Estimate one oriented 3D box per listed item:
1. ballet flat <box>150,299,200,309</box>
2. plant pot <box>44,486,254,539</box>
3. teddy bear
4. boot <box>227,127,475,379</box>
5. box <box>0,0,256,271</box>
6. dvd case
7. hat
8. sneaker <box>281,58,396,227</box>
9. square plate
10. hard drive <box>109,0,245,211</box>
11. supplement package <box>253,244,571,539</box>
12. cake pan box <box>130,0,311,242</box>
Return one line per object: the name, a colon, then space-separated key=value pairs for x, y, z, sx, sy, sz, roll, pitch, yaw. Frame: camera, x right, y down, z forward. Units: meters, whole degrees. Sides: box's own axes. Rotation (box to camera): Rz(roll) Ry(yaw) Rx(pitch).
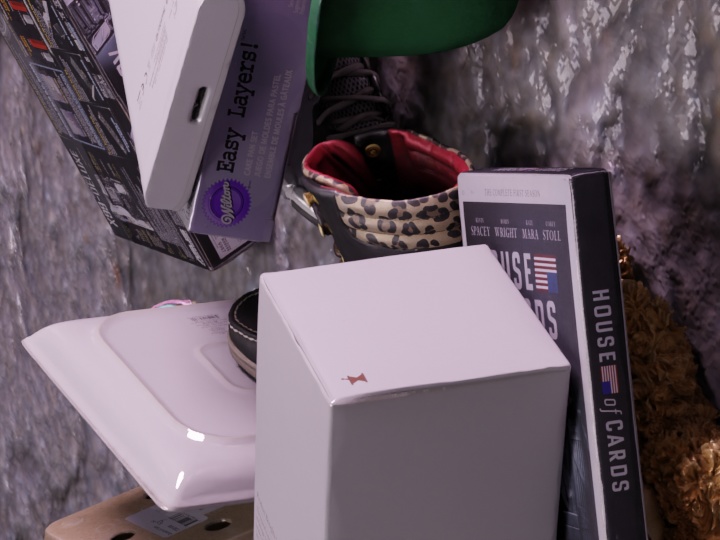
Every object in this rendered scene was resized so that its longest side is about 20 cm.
ballet flat: x=-0.043 y=0.077 z=1.666 sx=0.199 sy=0.069 sz=0.071 roll=25 pitch=171 yaw=25
plant pot: x=-0.077 y=0.216 z=1.644 sx=0.199 sy=0.199 sz=0.178 roll=17 pitch=124 yaw=61
teddy bear: x=0.120 y=0.065 z=1.346 sx=0.145 sy=0.066 sz=0.201 roll=-53 pitch=52 yaw=53
boot: x=0.000 y=0.000 z=1.476 sx=0.199 sy=0.073 sz=0.151 roll=16 pitch=135 yaw=39
box: x=-0.150 y=-0.103 z=1.762 sx=0.157 sy=0.050 sz=0.201 roll=18 pitch=140 yaw=62
dvd case: x=0.088 y=0.053 z=1.321 sx=0.150 sy=0.025 sz=0.202 roll=-174 pitch=76 yaw=-72
hat: x=0.074 y=-0.146 z=1.411 sx=0.200 sy=0.175 sz=0.167 roll=-71 pitch=-7 yaw=-54
sneaker: x=-0.019 y=-0.115 z=1.550 sx=0.200 sy=0.075 sz=0.116 roll=58 pitch=145 yaw=37
square plate: x=-0.058 y=0.062 z=1.564 sx=0.198 sy=0.199 sz=0.029 roll=42 pitch=131 yaw=50
hard drive: x=-0.099 y=-0.145 z=1.485 sx=0.201 sy=0.026 sz=0.132 roll=-104 pitch=27 yaw=-49
supplement package: x=0.019 y=0.107 z=1.326 sx=0.117 sy=0.116 sz=0.201 roll=-121 pitch=28 yaw=-55
cake pan box: x=-0.070 y=-0.129 z=1.513 sx=0.184 sy=0.052 sz=0.201 roll=-122 pitch=42 yaw=-67
